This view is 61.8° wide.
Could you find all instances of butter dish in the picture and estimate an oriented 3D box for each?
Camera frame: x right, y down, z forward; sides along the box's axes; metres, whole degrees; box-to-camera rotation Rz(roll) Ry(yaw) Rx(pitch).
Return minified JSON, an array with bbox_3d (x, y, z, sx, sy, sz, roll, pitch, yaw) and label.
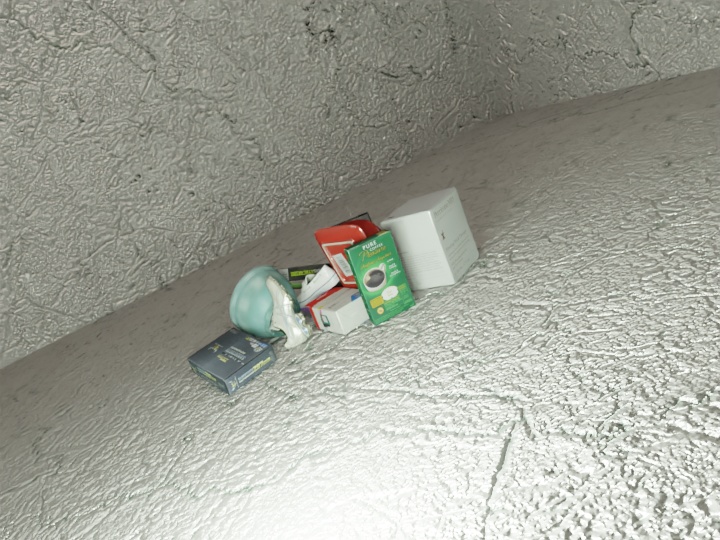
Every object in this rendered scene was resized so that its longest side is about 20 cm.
[{"bbox_3d":[0.007,-0.062,1.588,0.197,0.203,0.148,-4,35,48],"label":"butter dish"}]

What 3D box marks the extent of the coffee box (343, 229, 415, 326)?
[{"bbox_3d":[0.048,0.017,1.467,0.121,0.204,0.044,-25,16,-11],"label":"coffee box"}]

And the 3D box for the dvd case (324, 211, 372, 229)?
[{"bbox_3d":[-0.008,-0.058,1.810,0.147,0.204,0.025,-20,21,12],"label":"dvd case"}]

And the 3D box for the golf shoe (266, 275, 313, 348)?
[{"bbox_3d":[-0.211,0.111,1.591,0.096,0.202,0.078,-34,-16,-4],"label":"golf shoe"}]

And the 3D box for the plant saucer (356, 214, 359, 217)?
[{"bbox_3d":[-0.027,-0.052,1.928,0.047,0.205,0.200,16,24,9],"label":"plant saucer"}]

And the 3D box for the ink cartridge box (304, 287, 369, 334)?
[{"bbox_3d":[-0.057,0.103,1.599,0.115,0.069,0.198,-30,16,-26],"label":"ink cartridge box"}]

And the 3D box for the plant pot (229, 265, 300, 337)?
[{"bbox_3d":[-0.255,0.107,1.710,0.133,0.205,0.199,27,46,36],"label":"plant pot"}]

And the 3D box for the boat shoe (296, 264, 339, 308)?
[{"bbox_3d":[-0.135,0.039,1.746,0.199,0.067,0.074,-36,15,39],"label":"boat shoe"}]

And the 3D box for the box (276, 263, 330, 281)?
[{"bbox_3d":[-0.166,0.007,1.944,0.194,0.049,0.193,-6,-3,9],"label":"box"}]

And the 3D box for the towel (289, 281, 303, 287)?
[{"bbox_3d":[-0.189,0.042,1.939,0.147,0.032,0.197,-9,-5,44],"label":"towel"}]

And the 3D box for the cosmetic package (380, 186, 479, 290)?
[{"bbox_3d":[0.184,-0.080,1.589,0.163,0.204,0.167,-10,20,40],"label":"cosmetic package"}]

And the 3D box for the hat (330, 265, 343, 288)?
[{"bbox_3d":[0.000,0.000,1.734,0.198,0.080,0.205,-28,45,32],"label":"hat"}]

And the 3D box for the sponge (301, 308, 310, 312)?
[{"bbox_3d":[-0.106,0.088,1.804,0.110,0.030,0.198,-31,16,-25],"label":"sponge"}]

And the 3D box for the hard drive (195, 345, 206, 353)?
[{"bbox_3d":[-0.395,0.233,1.753,0.138,0.034,0.198,-31,16,-24],"label":"hard drive"}]

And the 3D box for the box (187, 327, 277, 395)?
[{"bbox_3d":[-0.333,0.229,1.554,0.156,0.052,0.197,-35,31,-32],"label":"box"}]
